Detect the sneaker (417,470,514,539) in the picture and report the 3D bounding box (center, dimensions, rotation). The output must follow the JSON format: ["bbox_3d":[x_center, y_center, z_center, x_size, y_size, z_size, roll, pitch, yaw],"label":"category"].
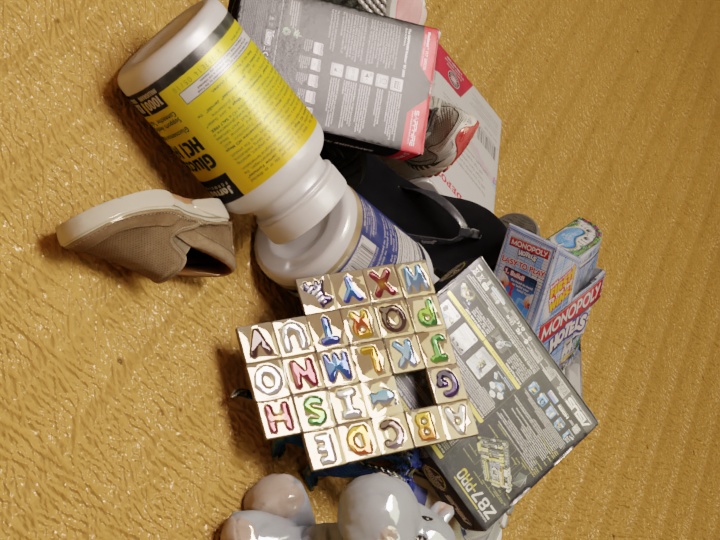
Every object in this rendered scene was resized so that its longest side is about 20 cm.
[{"bbox_3d":[0.113,0.196,1.527,0.116,0.075,0.201,47,50,-32],"label":"sneaker"}]

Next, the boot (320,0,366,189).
[{"bbox_3d":[-0.035,-0.193,1.511,0.212,0.079,0.158,63,31,-14],"label":"boot"}]

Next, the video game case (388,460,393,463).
[{"bbox_3d":[0.113,0.100,1.539,0.182,0.023,0.201,1,112,-59],"label":"video game case"}]

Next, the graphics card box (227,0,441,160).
[{"bbox_3d":[-0.032,-0.183,1.406,0.199,0.051,0.126,11,84,-19],"label":"graphics card box"}]

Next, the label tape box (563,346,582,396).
[{"bbox_3d":[0.185,0.081,1.745,0.200,0.063,0.145,40,42,-43],"label":"label tape box"}]

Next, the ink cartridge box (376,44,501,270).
[{"bbox_3d":[0.082,-0.124,1.663,0.148,0.085,0.201,47,40,-38],"label":"ink cartridge box"}]

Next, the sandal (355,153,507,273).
[{"bbox_3d":[0.057,-0.053,1.507,0.076,0.200,0.043,-63,164,0],"label":"sandal"}]

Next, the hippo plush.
[{"bbox_3d":[-0.004,0.252,1.237,0.200,0.160,0.160,53,35,-30],"label":"hippo plush"}]

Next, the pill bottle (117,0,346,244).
[{"bbox_3d":[-0.105,-0.123,1.297,0.200,0.112,0.113,50,35,-18],"label":"pill bottle"}]

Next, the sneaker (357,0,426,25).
[{"bbox_3d":[0.030,-0.312,1.633,0.105,0.075,0.201,-48,149,-57],"label":"sneaker"}]

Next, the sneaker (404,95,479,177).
[{"bbox_3d":[0.041,-0.153,1.536,0.082,0.200,0.078,40,79,-37],"label":"sneaker"}]

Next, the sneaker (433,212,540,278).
[{"bbox_3d":[0.120,0.039,1.597,0.200,0.075,0.106,-38,142,-15],"label":"sneaker"}]

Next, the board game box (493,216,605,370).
[{"bbox_3d":[0.184,0.032,1.514,0.200,0.062,0.201,-31,139,-44],"label":"board game box"}]

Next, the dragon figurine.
[{"bbox_3d":[-0.023,0.141,1.328,0.200,0.099,0.059,50,36,-33],"label":"dragon figurine"}]

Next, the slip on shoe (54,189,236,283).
[{"bbox_3d":[-0.164,-0.021,1.212,0.200,0.076,0.061,0,68,-67],"label":"slip on shoe"}]

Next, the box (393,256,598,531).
[{"bbox_3d":[0.105,0.114,1.399,0.161,0.049,0.200,-40,99,-24],"label":"box"}]

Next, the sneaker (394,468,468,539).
[{"bbox_3d":[0.063,0.285,1.415,0.200,0.080,0.115,55,32,-30],"label":"sneaker"}]

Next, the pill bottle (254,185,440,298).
[{"bbox_3d":[0.000,0.000,1.433,0.200,0.111,0.112,37,44,-45],"label":"pill bottle"}]

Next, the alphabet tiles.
[{"bbox_3d":[-0.005,0.081,1.312,0.199,0.008,0.168,-9,74,-28],"label":"alphabet tiles"}]
